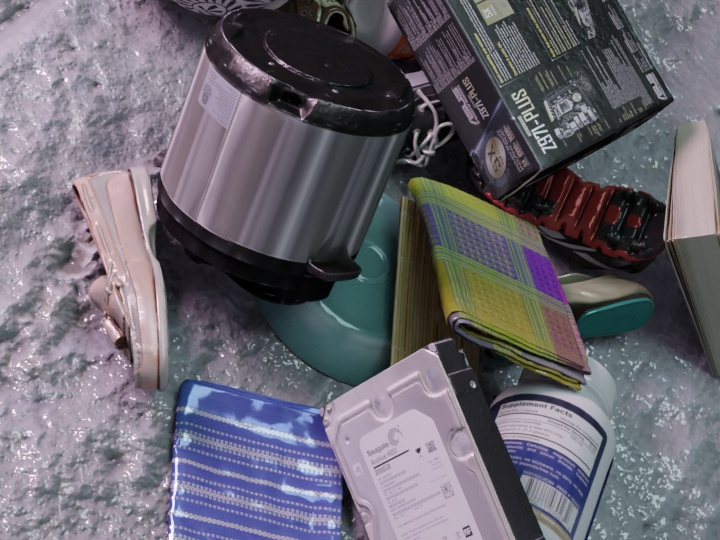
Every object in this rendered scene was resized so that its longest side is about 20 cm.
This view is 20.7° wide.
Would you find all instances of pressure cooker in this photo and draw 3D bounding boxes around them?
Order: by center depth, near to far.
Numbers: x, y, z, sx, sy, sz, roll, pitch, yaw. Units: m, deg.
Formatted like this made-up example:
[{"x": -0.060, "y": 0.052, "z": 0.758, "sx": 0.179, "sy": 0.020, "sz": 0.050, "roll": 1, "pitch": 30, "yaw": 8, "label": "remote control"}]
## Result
[{"x": -0.067, "y": -0.081, "z": 1.526, "sx": 0.177, "sy": 0.201, "sz": 0.176, "roll": 19, "pitch": 25, "yaw": -8, "label": "pressure cooker"}]

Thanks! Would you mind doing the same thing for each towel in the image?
[{"x": -0.075, "y": 0.182, "z": 1.481, "sx": 0.143, "sy": 0.024, "sz": 0.202, "roll": 16, "pitch": 53, "yaw": -22, "label": "towel"}, {"x": 0.110, "y": 0.007, "z": 1.604, "sx": 0.143, "sy": 0.023, "sz": 0.201, "roll": 23, "pitch": 31, "yaw": -27, "label": "towel"}]

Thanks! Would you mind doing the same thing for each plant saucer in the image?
[{"x": 0.000, "y": 0.000, "z": 1.641, "sx": 0.198, "sy": 0.036, "sz": 0.202, "roll": 17, "pitch": 53, "yaw": -23, "label": "plant saucer"}]

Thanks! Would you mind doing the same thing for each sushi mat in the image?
[{"x": 0.063, "y": 0.041, "z": 1.622, "sx": 0.095, "sy": 0.012, "sz": 0.202, "roll": 24, "pitch": 55, "yaw": -30, "label": "sushi mat"}]

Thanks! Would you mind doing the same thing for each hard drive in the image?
[{"x": 0.057, "y": 0.168, "z": 1.477, "sx": 0.038, "sy": 0.139, "sz": 0.202, "roll": -10, "pitch": 74, "yaw": -47, "label": "hard drive"}]

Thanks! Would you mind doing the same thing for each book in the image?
[{"x": 0.316, "y": -0.018, "z": 1.766, "sx": 0.201, "sy": 0.048, "sz": 0.135, "roll": 63, "pitch": 27, "yaw": -46, "label": "book"}]

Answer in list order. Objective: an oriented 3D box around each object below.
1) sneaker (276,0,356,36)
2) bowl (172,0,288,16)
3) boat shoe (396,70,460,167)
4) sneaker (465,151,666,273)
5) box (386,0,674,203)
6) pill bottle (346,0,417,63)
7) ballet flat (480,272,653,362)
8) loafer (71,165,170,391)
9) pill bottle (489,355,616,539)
[{"x": -0.034, "y": -0.225, "z": 1.741, "sx": 0.070, "sy": 0.076, "sz": 0.202, "roll": -4, "pitch": 63, "yaw": -34, "label": "sneaker"}, {"x": -0.101, "y": -0.282, "z": 1.702, "sx": 0.095, "sy": 0.199, "sz": 0.202, "roll": 63, "pitch": 29, "yaw": -46, "label": "bowl"}, {"x": 0.048, "y": -0.126, "z": 1.729, "sx": 0.068, "sy": 0.074, "sz": 0.198, "roll": 47, "pitch": 40, "yaw": 19, "label": "boat shoe"}, {"x": 0.184, "y": -0.052, "z": 1.769, "sx": 0.199, "sy": 0.098, "sz": 0.071, "roll": 25, "pitch": 71, "yaw": 14, "label": "sneaker"}, {"x": 0.147, "y": -0.188, "z": 1.700, "sx": 0.163, "sy": 0.086, "sz": 0.201, "roll": -28, "pitch": 86, "yaw": -30, "label": "box"}, {"x": 0.092, "y": -0.241, "z": 1.809, "sx": 0.198, "sy": 0.110, "sz": 0.111, "roll": 3, "pitch": 59, "yaw": -30, "label": "pill bottle"}, {"x": 0.168, "y": 0.034, "z": 1.713, "sx": 0.199, "sy": 0.069, "sz": 0.070, "roll": -7, "pitch": 64, "yaw": -39, "label": "ballet flat"}, {"x": -0.183, "y": 0.008, "z": 1.508, "sx": 0.062, "sy": 0.072, "sz": 0.202, "roll": -2, "pitch": 54, "yaw": -12, "label": "loafer"}, {"x": 0.141, "y": 0.160, "z": 1.572, "sx": 0.111, "sy": 0.111, "sz": 0.201, "roll": 34, "pitch": 48, "yaw": -8, "label": "pill bottle"}]
